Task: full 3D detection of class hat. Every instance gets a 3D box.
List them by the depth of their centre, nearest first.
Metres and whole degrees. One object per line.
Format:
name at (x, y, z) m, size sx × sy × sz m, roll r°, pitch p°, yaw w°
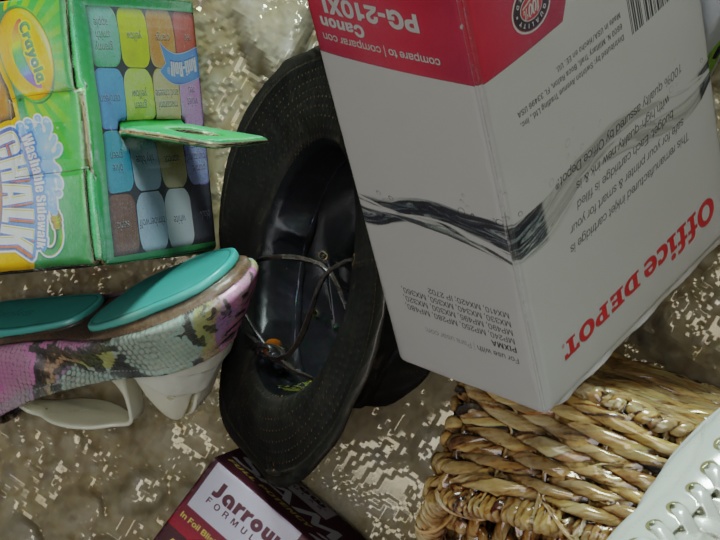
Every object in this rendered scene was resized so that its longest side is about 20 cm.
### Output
hat at (0.000, 0.000, 0.970) m, size 0.081 × 0.200 × 0.202 m, roll 6°, pitch 96°, yaw -23°

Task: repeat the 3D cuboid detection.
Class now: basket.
basket at (0.124, 0.124, 0.919) m, size 0.199 × 0.143 × 0.150 m, roll 20°, pitch 97°, yaw 14°

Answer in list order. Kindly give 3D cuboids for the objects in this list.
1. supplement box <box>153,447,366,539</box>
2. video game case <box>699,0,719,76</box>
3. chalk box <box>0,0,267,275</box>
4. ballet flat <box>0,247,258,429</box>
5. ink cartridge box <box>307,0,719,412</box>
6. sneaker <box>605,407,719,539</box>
supplement box at (-0.077, 0.195, 1.023) m, size 0.109 × 0.061 × 0.200 m, roll 38°, pitch 101°, yaw 11°
video game case at (0.079, -0.166, 0.910) m, size 0.200 × 0.045 × 0.182 m, roll 37°, pitch 142°, yaw 13°
chalk box at (-0.145, -0.062, 0.988) m, size 0.199 × 0.124 × 0.124 m, roll -6°, pitch 92°, yaw 21°
ballet flat at (-0.113, 0.039, 1.008) m, size 0.199 × 0.069 × 0.071 m, roll -13°, pitch 109°, yaw 39°
ink cartridge box at (0.068, -0.069, 0.849) m, size 0.084 × 0.145 × 0.201 m, roll 17°, pitch 135°, yaw 38°
sneaker at (0.124, 0.117, 0.795) m, size 0.073 × 0.085 × 0.200 m, roll 40°, pitch 83°, yaw 9°
